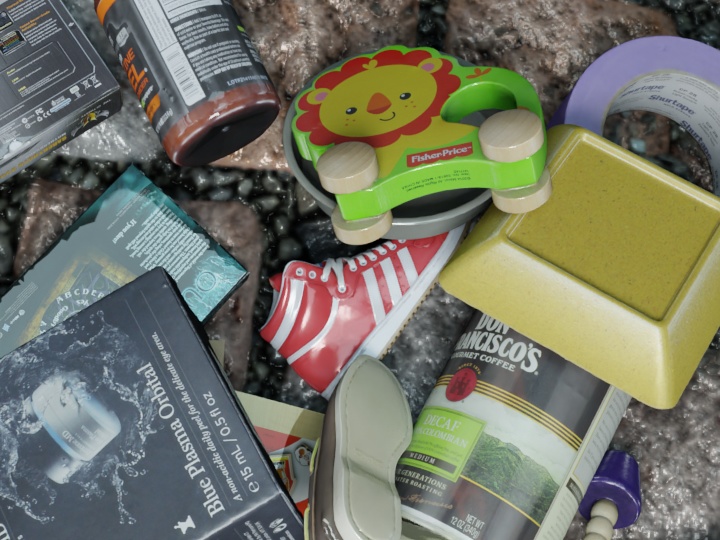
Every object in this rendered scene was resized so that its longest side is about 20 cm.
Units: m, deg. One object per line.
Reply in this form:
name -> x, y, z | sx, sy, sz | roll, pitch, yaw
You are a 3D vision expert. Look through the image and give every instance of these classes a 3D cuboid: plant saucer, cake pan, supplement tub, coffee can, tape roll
plant saucer -> 0.189, -0.022, 1.058 | 0.198, 0.049, 0.200 | 29, 55, 15
cake pan -> 0.035, -0.104, 1.161 | 0.197, 0.037, 0.202 | -1, 52, 1
supplement tub -> -0.152, -0.195, 1.158 | 0.106, 0.107, 0.202 | -25, 79, -15
coffee can -> 0.113, 0.135, 1.087 | 0.145, 0.146, 0.202 | 30, 72, 0
tape roll -> 0.258, -0.092, 1.206 | 0.197, 0.085, 0.203 | 3, 74, -9

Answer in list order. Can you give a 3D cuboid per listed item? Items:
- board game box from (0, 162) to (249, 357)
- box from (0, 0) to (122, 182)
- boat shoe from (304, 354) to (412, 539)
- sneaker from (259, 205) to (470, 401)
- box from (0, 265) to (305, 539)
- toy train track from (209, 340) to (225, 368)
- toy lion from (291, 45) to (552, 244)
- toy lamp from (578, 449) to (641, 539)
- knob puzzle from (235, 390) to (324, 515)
board game box -> -0.203, 0.030, 1.126 | 0.135, 0.028, 0.200 | 42, 73, 2
box -> -0.319, -0.152, 1.141 | 0.199, 0.048, 0.159 | -34, 81, -16
boat shoe -> -0.005, 0.141, 1.026 | 0.071, 0.060, 0.201 | 33, 31, -19
sneaker -> 0.000, 0.000, 1.146 | 0.112, 0.071, 0.201 | 37, 75, -1
box -> -0.170, 0.142, 0.992 | 0.198, 0.118, 0.198 | -30, 65, -5
toy train track -> -0.119, 0.155, 1.071 | 0.113, 0.033, 0.203 | 2, 71, -5
toy lion -> 0.043, -0.115, 1.091 | 0.197, 0.069, 0.193 | -10, 40, 10
toy lamp -> 0.178, 0.218, 1.085 | 0.058, 0.058, 0.201 | 32, 43, 1
knob puzzle -> -0.107, 0.197, 1.094 | 0.216, 0.030, 0.223 | 3, 76, -13
